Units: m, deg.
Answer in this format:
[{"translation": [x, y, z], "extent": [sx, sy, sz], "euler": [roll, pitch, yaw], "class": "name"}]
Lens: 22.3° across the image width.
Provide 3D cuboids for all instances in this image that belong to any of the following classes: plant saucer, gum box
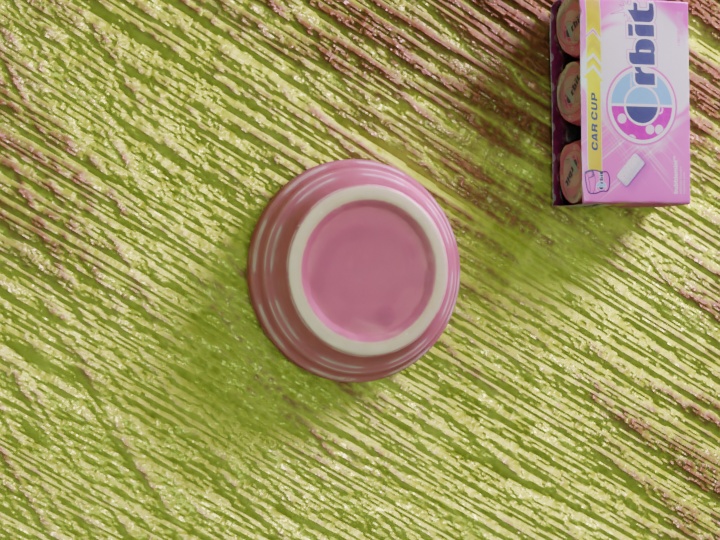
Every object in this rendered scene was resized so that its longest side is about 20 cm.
[{"translation": [0.000, 0.000, 1.629], "extent": [0.200, 0.051, 0.202], "euler": [0, 89, -19], "class": "plant saucer"}, {"translation": [0.242, -0.160, 1.702], "extent": [0.113, 0.066, 0.201], "euler": [0, 89, -20], "class": "gum box"}]
